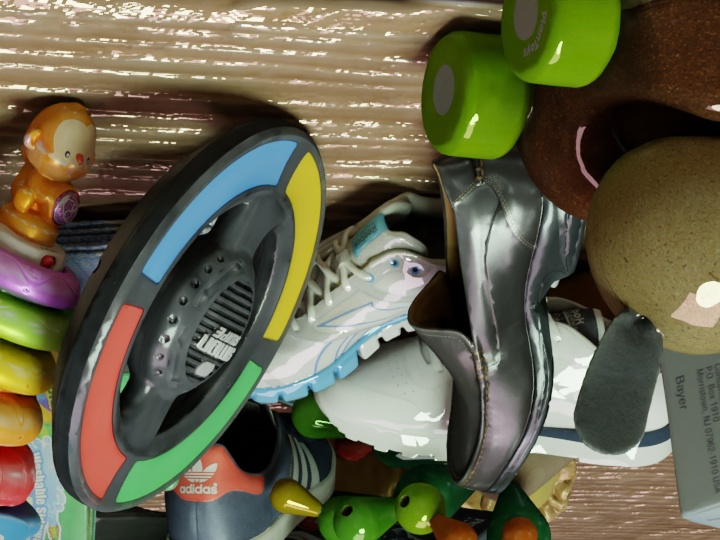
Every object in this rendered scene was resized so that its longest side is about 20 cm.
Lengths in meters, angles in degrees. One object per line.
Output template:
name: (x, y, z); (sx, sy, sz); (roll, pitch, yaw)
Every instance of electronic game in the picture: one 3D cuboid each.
electronic game: (-0.077, 0.022, 1.188); (0.041, 0.201, 0.200); (29, 171, 19)

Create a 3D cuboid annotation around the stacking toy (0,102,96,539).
stacking toy: (-0.168, 0.016, 1.159); (0.110, 0.201, 0.116); (32, -172, 38)

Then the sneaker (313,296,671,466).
sneaker: (0.075, 0.050, 1.340); (0.199, 0.077, 0.081); (0, 126, -8)

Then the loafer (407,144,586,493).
loafer: (0.056, 0.021, 1.246); (0.072, 0.073, 0.201); (-2, 119, -17)

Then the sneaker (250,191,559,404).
sneaker: (0.000, 0.000, 1.299); (0.199, 0.075, 0.087); (-22, 148, 2)

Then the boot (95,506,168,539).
boot: (-0.205, 0.113, 1.473); (0.199, 0.174, 0.069); (11, 117, -46)

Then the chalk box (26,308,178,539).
chalk box: (-0.191, 0.084, 1.303); (0.199, 0.125, 0.124); (0, -176, -7)

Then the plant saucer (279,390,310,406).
plant saucer: (-0.017, 0.076, 1.465); (0.199, 0.019, 0.070); (21, 174, -6)

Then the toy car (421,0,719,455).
toy car: (0.130, -0.015, 1.071); (0.163, 0.201, 0.158); (4, 160, -23)

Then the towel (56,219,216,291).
towel: (-0.159, 0.003, 1.343); (0.199, 0.024, 0.147); (-4, 164, 7)

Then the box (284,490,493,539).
box: (-0.027, 0.218, 1.452); (0.182, 0.105, 0.200); (3, -152, 44)

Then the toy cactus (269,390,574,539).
toy cactus: (0.054, 0.123, 1.373); (0.165, 0.103, 0.200); (-21, -144, -37)

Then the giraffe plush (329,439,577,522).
giraffe plush: (0.064, 0.136, 1.615); (0.199, 0.173, 0.163); (12, 136, -14)

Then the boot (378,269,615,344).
boot: (0.055, 0.029, 1.412); (0.155, 0.077, 0.200); (15, 161, -35)

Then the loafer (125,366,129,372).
loafer: (-0.135, 0.081, 1.467); (0.068, 0.076, 0.200); (-25, 161, 0)

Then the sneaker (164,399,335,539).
sneaker: (-0.060, 0.099, 1.448); (0.075, 0.085, 0.200); (-2, -165, 11)

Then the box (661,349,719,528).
box: (0.239, 0.041, 1.288); (0.105, 0.185, 0.200); (-18, 157, 33)
